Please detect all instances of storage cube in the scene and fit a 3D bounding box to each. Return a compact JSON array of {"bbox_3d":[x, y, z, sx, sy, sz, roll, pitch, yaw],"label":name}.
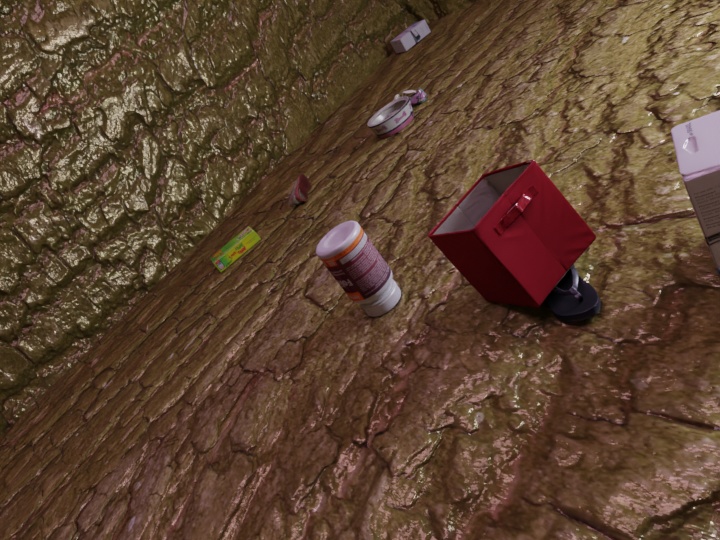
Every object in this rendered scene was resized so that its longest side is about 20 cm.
[{"bbox_3d":[0.262,-0.061,0.998,0.171,0.180,0.200,-47,12,-12],"label":"storage cube"}]

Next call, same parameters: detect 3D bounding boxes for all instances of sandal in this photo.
[{"bbox_3d":[0.345,0.020,0.963,0.076,0.043,0.201,-30,26,15],"label":"sandal"}]

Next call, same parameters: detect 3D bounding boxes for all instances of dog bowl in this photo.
[{"bbox_3d":[0.128,-0.611,2.271,0.199,0.074,0.201,-29,27,17],"label":"dog bowl"}]

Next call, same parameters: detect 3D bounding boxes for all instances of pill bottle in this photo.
[{"bbox_3d":[0.000,0.000,1.255,0.114,0.201,0.114,-29,25,16],"label":"pill bottle"}]

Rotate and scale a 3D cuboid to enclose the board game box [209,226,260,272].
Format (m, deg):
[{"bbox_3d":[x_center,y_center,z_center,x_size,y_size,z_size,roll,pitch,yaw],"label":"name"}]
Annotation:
[{"bbox_3d":[-0.491,-0.085,2.208,0.200,0.048,0.101,-41,25,-9],"label":"board game box"}]

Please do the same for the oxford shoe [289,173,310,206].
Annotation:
[{"bbox_3d":[-0.254,-0.329,2.292,0.074,0.071,0.201,-31,24,24],"label":"oxford shoe"}]

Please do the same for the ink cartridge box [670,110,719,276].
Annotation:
[{"bbox_3d":[0.505,-0.097,0.771,0.084,0.201,0.147,-19,31,33],"label":"ink cartridge box"}]

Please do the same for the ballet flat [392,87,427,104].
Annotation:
[{"bbox_3d":[0.187,-0.716,2.374,0.199,0.071,0.069,-14,34,40],"label":"ballet flat"}]

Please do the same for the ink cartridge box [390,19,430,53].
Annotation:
[{"bbox_3d":[0.295,-1.387,3.350,0.200,0.084,0.144,-40,25,-9],"label":"ink cartridge box"}]
